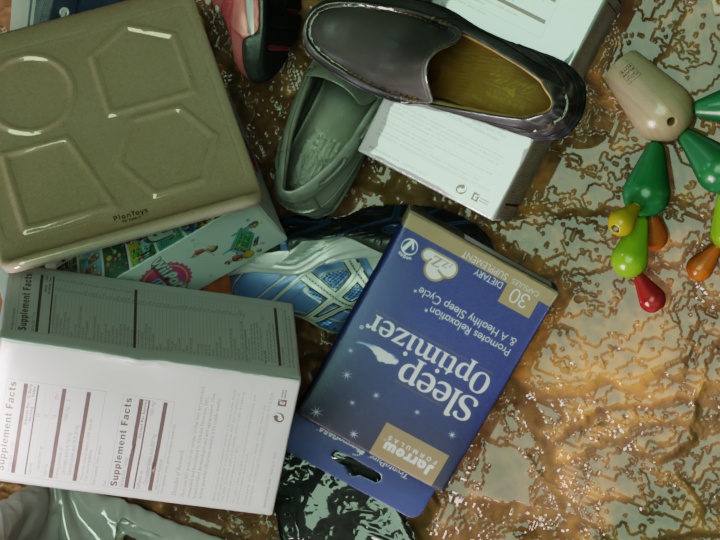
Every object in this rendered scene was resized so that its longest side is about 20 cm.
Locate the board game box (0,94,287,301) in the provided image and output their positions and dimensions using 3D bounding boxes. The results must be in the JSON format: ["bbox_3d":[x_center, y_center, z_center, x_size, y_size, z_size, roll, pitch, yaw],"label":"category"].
[{"bbox_3d":[-0.168,-0.039,1.698,0.200,0.064,0.148,-30,51,9],"label":"board game box"}]

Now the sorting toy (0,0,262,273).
[{"bbox_3d":[-0.181,-0.097,1.635,0.185,0.037,0.200,-16,61,-9],"label":"sorting toy"}]

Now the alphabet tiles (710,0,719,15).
[{"bbox_3d":[0.299,-0.275,1.665,0.199,0.006,0.167,-11,90,11],"label":"alphabet tiles"}]

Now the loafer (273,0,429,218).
[{"bbox_3d":[-0.006,-0.133,1.689,0.070,0.070,0.200,21,86,14],"label":"loafer"}]

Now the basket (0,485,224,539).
[{"bbox_3d":[-0.188,0.264,1.682,0.198,0.200,0.161,19,101,10],"label":"basket"}]

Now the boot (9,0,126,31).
[{"bbox_3d":[-0.205,-0.148,1.706,0.090,0.073,0.201,-5,66,8],"label":"boot"}]

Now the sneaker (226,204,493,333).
[{"bbox_3d":[0.000,0.000,1.706,0.199,0.076,0.077,-3,110,13],"label":"sneaker"}]

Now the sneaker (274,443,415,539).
[{"bbox_3d":[-0.048,0.159,1.717,0.199,0.060,0.105,13,89,7],"label":"sneaker"}]

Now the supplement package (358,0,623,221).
[{"bbox_3d":[0.098,-0.147,1.654,0.109,0.114,0.200,27,95,9],"label":"supplement package"}]

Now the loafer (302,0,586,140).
[{"bbox_3d":[0.052,-0.141,1.567,0.199,0.072,0.073,15,95,11],"label":"loafer"}]

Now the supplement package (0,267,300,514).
[{"bbox_3d":[-0.150,0.080,1.600,0.199,0.114,0.110,8,115,-8],"label":"supplement package"}]

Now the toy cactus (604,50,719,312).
[{"bbox_3d":[0.231,-0.084,1.649,0.200,0.102,0.165,-46,74,17],"label":"toy cactus"}]

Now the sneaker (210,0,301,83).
[{"bbox_3d":[-0.100,-0.231,1.720,0.087,0.074,0.201,-10,83,21],"label":"sneaker"}]

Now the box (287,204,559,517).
[{"bbox_3d":[0.039,0.070,1.655,0.121,0.032,0.200,28,101,-6],"label":"box"}]
